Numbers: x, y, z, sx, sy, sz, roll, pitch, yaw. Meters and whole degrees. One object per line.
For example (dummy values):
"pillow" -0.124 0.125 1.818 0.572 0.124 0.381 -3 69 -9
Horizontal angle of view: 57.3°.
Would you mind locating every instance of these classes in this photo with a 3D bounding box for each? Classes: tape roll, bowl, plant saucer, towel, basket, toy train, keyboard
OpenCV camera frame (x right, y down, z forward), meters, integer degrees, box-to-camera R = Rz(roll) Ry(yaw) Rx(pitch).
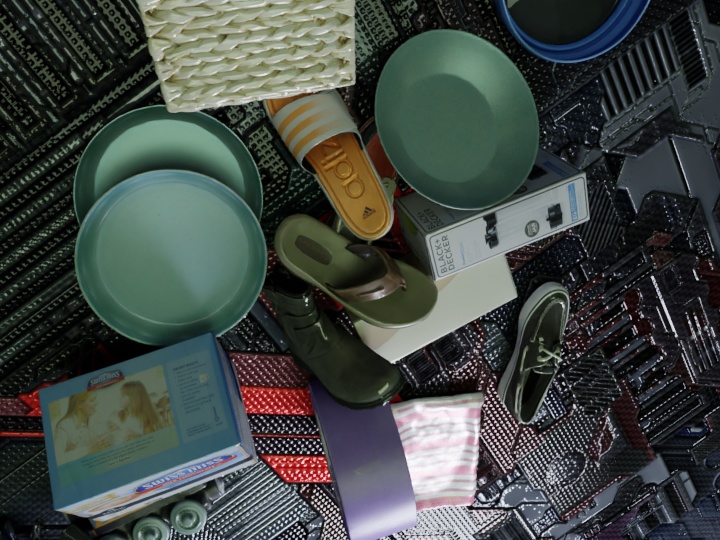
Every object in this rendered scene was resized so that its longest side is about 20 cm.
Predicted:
"tape roll" -0.001 0.226 0.816 0.083 0.201 0.203 -15 117 -8
"bowl" 0.234 -0.336 0.721 0.196 0.039 0.205 -6 115 -13
"plant saucer" 0.103 -0.163 0.730 0.197 0.039 0.206 3 81 -18
"towel" 0.109 0.273 0.965 0.143 0.030 0.204 -6 115 -14
"basket" -0.107 -0.235 0.618 0.196 0.136 0.126 -11 120 -11
"plant saucer" -0.205 -0.079 0.718 0.196 0.027 0.204 -6 115 -13
"plant saucer" -0.201 -0.013 0.711 0.196 0.027 0.204 -6 115 -14
"toy train" -0.276 0.289 0.837 0.197 0.085 0.116 -23 105 -1
"keyboard" -0.363 0.354 0.819 0.126 0.021 0.201 35 134 0

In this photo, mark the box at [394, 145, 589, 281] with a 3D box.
"box" 0.150 -0.072 0.772 0.197 0.117 0.061 -21 121 -5

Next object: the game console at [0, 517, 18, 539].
"game console" -0.451 0.430 0.825 0.167 0.119 0.204 -13 116 -10

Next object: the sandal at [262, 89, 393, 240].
"sandal" -0.028 -0.127 0.692 0.079 0.059 0.208 -34 92 3

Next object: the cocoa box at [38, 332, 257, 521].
"cocoa box" -0.232 0.177 0.739 0.196 0.135 0.132 -18 158 -8

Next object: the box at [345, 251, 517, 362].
"box" 0.081 0.028 0.812 0.197 0.095 0.079 -28 118 -4

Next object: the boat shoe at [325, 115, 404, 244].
"boat shoe" 0.004 -0.081 0.757 0.070 0.063 0.203 20 106 -21

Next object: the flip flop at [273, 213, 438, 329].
"flip flop" 0.000 0.000 0.709 0.198 0.057 0.082 30 71 -17

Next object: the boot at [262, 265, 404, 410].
"boot" -0.044 0.071 0.741 0.068 0.198 0.132 -40 126 -24

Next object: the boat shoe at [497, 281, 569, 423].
"boat shoe" 0.252 0.117 0.916 0.069 0.064 0.204 5 112 -18
